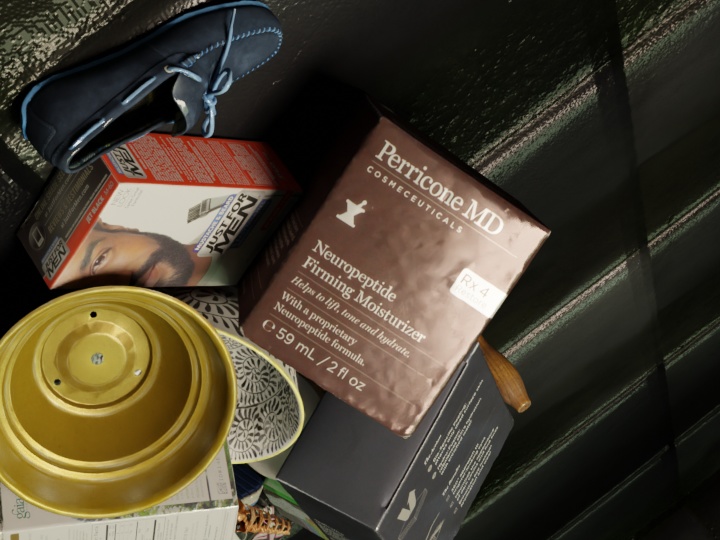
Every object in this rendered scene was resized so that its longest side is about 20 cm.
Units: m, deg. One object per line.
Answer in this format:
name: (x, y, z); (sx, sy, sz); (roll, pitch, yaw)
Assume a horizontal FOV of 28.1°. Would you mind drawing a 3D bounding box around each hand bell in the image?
hand bell: (0.110, 0.062, 1.464); (0.104, 0.200, 0.104); (-30, 153, -17)

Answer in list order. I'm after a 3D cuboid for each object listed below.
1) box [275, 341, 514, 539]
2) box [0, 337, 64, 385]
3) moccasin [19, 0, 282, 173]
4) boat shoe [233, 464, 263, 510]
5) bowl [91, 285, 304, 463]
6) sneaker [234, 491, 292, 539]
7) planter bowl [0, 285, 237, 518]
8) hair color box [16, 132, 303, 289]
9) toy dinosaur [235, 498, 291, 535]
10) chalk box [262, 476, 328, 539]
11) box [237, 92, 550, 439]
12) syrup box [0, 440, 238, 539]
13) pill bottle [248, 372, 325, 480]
box: (0.039, 0.170, 1.376); (0.197, 0.117, 0.200); (-59, 153, -17)
box: (-0.312, 0.138, 1.219); (0.158, 0.048, 0.201); (-24, 151, -26)
moccasin: (-0.135, -0.119, 1.002); (0.199, 0.068, 0.081); (-30, 153, -17)
boat shoe: (-0.170, 0.263, 1.491); (0.200, 0.072, 0.073); (-11, 127, -58)
bowl: (-0.135, 0.071, 1.248); (0.202, 0.199, 0.095); (90, 11, -50)
sneaker: (-0.130, 0.282, 1.683); (0.086, 0.080, 0.200); (-48, 163, -7)
planter bowl: (-0.201, 0.085, 1.120); (0.199, 0.084, 0.202); (-8, 118, -15)
hair color box: (-0.150, -0.045, 1.112); (0.199, 0.064, 0.111); (0, 136, -50)
toy dinosaur: (-0.164, 0.211, 1.420); (0.102, 0.136, 0.200); (-30, 115, 20)
chalk box: (0.011, 0.250, 1.611); (0.124, 0.199, 0.125); (-59, 161, -18)
box: (0.019, -0.009, 1.162); (0.201, 0.165, 0.164); (-56, -169, 8)
syrup box: (-0.209, 0.195, 1.224); (0.198, 0.079, 0.082); (-4, 144, -15)
pill bottle: (-0.035, 0.127, 1.464); (0.200, 0.114, 0.115); (-24, 154, -54)
